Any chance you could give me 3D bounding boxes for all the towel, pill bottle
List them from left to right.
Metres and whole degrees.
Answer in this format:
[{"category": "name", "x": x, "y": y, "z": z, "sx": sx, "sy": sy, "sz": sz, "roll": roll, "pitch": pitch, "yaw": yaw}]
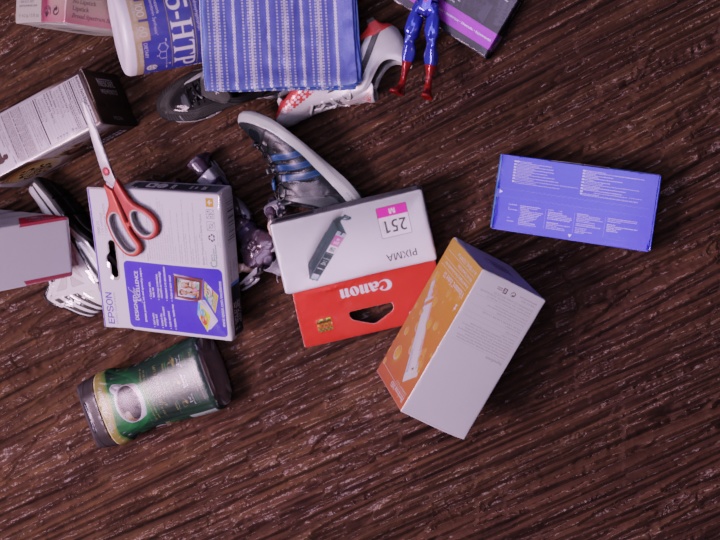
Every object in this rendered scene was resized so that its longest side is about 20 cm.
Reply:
[{"category": "pill bottle", "x": -0.213, "y": -0.323, "z": 1.702, "sx": 0.198, "sy": 0.120, "sz": 0.121, "roll": -14, "pitch": 90, "yaw": -14}, {"category": "towel", "x": -0.098, "y": -0.294, "z": 1.653, "sx": 0.197, "sy": 0.024, "sz": 0.147, "roll": -3, "pitch": 90, "yaw": -10}]

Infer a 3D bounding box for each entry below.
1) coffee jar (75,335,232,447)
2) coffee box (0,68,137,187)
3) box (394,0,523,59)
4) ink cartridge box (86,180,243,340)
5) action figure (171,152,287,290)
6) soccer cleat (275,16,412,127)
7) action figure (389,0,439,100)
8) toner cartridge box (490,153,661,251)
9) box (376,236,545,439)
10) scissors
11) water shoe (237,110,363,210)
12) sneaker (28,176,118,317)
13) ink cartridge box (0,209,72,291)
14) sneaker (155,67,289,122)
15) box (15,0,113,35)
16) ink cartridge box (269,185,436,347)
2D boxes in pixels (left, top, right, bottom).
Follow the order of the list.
[{"category": "coffee jar", "x": -0.279, "y": 0.164, "z": 1.795, "sx": 0.198, "sy": 0.085, "sz": 0.105, "roll": -20, "pitch": 91, "yaw": 14}, {"category": "coffee box", "x": -0.415, "y": -0.188, "z": 1.798, "sx": 0.198, "sy": 0.113, "sz": 0.081, "roll": -25, "pitch": 87, "yaw": 14}, {"category": "box", "x": 0.152, "y": -0.387, "z": 1.672, "sx": 0.142, "sy": 0.036, "sz": 0.201, "roll": 34, "pitch": 102, "yaw": 11}, {"category": "ink cartridge box", "x": -0.253, "y": -0.016, "z": 1.749, "sx": 0.198, "sy": 0.043, "sz": 0.200, "roll": 5, "pitch": 110, "yaw": 21}, {"category": "action figure", "x": -0.160, "y": -0.063, "z": 1.762, "sx": 0.130, "sy": 0.069, "sz": 0.200, "roll": -45, "pitch": 85, "yaw": 6}, {"category": "soccer cleat", "x": -0.023, "y": -0.236, "z": 1.713, "sx": 0.199, "sy": 0.069, "sz": 0.086, "roll": -38, "pitch": 79, "yaw": 9}, {"category": "action figure", "x": 0.074, "y": -0.317, "z": 1.629, "sx": 0.065, "sy": 0.099, "sz": 0.202, "roll": 10, "pitch": 90, "yaw": 14}, {"category": "toner cartridge box", "x": 0.266, "y": -0.085, "z": 1.654, "sx": 0.198, "sy": 0.043, "sz": 0.096, "roll": 10, "pitch": 95, "yaw": 14}, {"category": "box", "x": 0.120, "y": 0.082, "z": 1.647, "sx": 0.097, "sy": 0.124, "sz": 0.201, "roll": 25, "pitch": 101, "yaw": -21}, {"category": "scissors", "x": -0.325, "y": -0.113, "z": 1.715, "sx": 0.073, "sy": 0.014, "sz": 0.201, "roll": -28, "pitch": 96, "yaw": 30}, {"category": "water shoe", "x": -0.088, "y": -0.123, "z": 1.713, "sx": 0.199, "sy": 0.072, "sz": 0.079, "roll": 38, "pitch": 85, "yaw": -2}, {"category": "sneaker", "x": -0.411, "y": -0.022, "z": 1.825, "sx": 0.115, "sy": 0.076, "sz": 0.201, "roll": -39, "pitch": 86, "yaw": 12}, {"category": "ink cartridge box", "x": -0.498, "y": -0.028, "z": 1.774, "sx": 0.199, "sy": 0.144, "sz": 0.084, "roll": 6, "pitch": 104, "yaw": 43}, {"category": "sneaker", "x": -0.185, "y": -0.241, "z": 1.743, "sx": 0.198, "sy": 0.090, "sz": 0.067, "roll": -12, "pitch": 89, "yaw": 15}, {"category": "box", "x": -0.364, "y": -0.414, "z": 1.748, "sx": 0.108, "sy": 0.127, "sz": 0.203, "roll": 8, "pitch": 97, "yaw": 39}, {"category": "ink cartridge box", "x": 0.000, "y": 0.000, "z": 1.694, "sx": 0.198, "sy": 0.044, "sz": 0.176, "roll": -13, "pitch": 101, "yaw": 4}]
